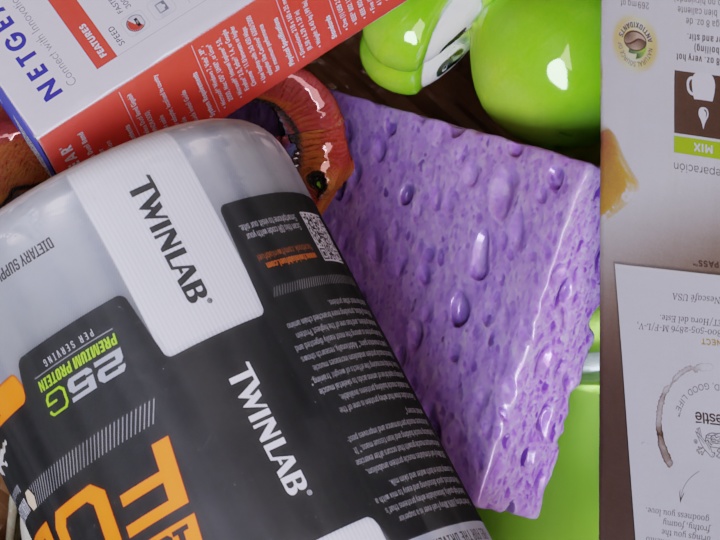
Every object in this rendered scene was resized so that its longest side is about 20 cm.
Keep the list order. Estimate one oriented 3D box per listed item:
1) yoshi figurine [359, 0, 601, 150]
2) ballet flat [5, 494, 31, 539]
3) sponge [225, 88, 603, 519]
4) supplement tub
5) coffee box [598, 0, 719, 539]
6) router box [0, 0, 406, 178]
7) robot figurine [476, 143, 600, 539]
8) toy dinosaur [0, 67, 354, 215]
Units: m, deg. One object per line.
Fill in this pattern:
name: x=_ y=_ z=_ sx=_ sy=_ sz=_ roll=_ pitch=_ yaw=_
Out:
yoshi figurine: x=0.092 y=-0.113 z=0.897 sx=0.200 sy=0.112 sz=0.113 roll=-42 pitch=131 yaw=-13
ballet flat: x=-0.107 y=0.124 z=0.955 sx=0.067 sy=0.062 sz=0.201 roll=3 pitch=99 yaw=10
sponge: x=0.000 y=0.000 z=0.900 sx=0.030 sy=0.200 sz=0.112 roll=13 pitch=95 yaw=-41
supplement tub: x=-0.036 y=0.067 z=0.804 sx=0.122 sy=0.123 sz=0.200 roll=-26 pitch=77 yaw=-9
coffee box: x=0.134 y=-0.003 z=0.829 sx=0.114 sy=0.080 sz=0.201 roll=-16 pitch=110 yaw=-48
router box: x=-0.070 y=-0.147 z=0.866 sx=0.179 sy=0.049 sz=0.200 roll=-33 pitch=63 yaw=-7
robot figurine: x=0.088 y=0.043 z=0.942 sx=0.175 sy=0.116 sz=0.200 roll=-30 pitch=124 yaw=-39
toy dinosaur: x=-0.102 y=-0.027 z=0.885 sx=0.181 sy=0.200 sz=0.105 roll=-16 pitch=93 yaw=33
